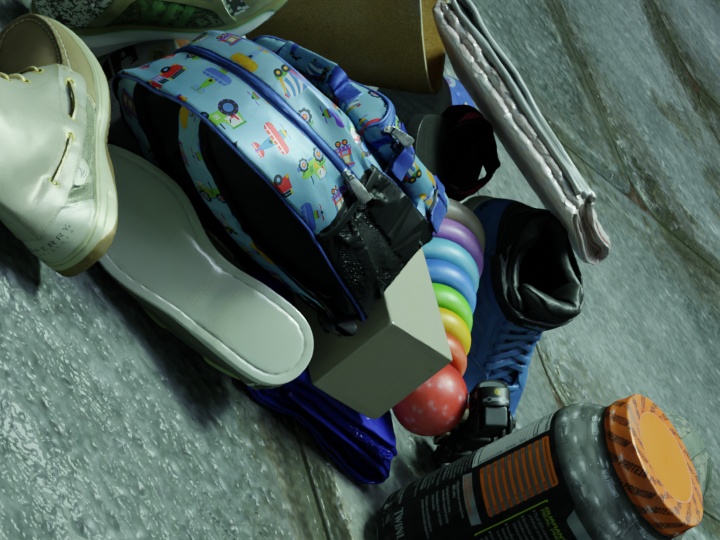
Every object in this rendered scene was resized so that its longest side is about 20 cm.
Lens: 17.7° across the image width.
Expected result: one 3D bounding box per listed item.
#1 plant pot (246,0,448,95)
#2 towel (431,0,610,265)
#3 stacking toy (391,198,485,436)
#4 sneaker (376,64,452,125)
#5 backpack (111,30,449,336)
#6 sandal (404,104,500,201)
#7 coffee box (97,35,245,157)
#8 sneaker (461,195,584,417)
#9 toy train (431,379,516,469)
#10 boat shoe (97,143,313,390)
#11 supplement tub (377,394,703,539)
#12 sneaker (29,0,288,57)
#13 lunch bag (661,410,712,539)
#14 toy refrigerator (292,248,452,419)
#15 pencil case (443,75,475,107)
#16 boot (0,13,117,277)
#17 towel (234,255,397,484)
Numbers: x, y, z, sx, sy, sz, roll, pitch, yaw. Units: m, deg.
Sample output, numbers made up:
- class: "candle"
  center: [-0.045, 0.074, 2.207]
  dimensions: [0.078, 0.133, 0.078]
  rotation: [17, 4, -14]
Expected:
- class: "plant pot"
  center: [-0.040, -0.227, 1.765]
  dimensions: [0.186, 0.199, 0.187]
  rotation: [0, 90, -80]
- class: "towel"
  center: [0.125, -0.106, 1.765]
  dimensions: [0.200, 0.032, 0.191]
  rotation: [58, 1, 14]
- class: "stacking toy"
  center: [0.051, 0.038, 1.652]
  dimensions: [0.085, 0.085, 0.200]
  rotation: [44, 28, -31]
- class: "sneaker"
  center: [0.045, -0.058, 1.841]
  dimensions: [0.105, 0.075, 0.201]
  rotation: [30, 64, -62]
- class: "backpack"
  center: [-0.058, -0.080, 1.491]
  dimensions: [0.182, 0.135, 0.200]
  rotation: [30, -17, 46]
- class: "sandal"
  center: [0.077, -0.088, 1.747]
  dimensions: [0.200, 0.045, 0.075]
  rotation: [-16, 106, -74]
- class: "coffee box"
  center: [-0.145, -0.173, 1.635]
  dimensions: [0.114, 0.080, 0.200]
  rotation: [29, 33, -51]
- class: "sneaker"
  center: [0.115, 0.047, 1.757]
  dimensions: [0.077, 0.111, 0.201]
  rotation: [3, 94, -33]
- class: "toy train"
  center: [0.080, 0.111, 1.666]
  dimensions: [0.200, 0.034, 0.046]
  rotation: [120, -27, -75]
- class: "boat shoe"
  center: [-0.117, 0.000, 1.470]
  dimensions: [0.202, 0.072, 0.060]
  rotation: [43, -16, -4]
- class: "supplement tub"
  center: [0.121, 0.168, 1.555]
  dimensions: [0.123, 0.200, 0.123]
  rotation: [45, 29, -34]
- class: "sneaker"
  center: [-0.131, -0.197, 1.517]
  dimensions: [0.089, 0.199, 0.077]
  rotation: [71, 6, -60]
- class: "lunch bag"
  center: [0.168, 0.176, 1.709]
  dimensions: [0.140, 0.168, 0.200]
  rotation: [59, 20, 6]
- class: "toy refrigerator"
  center: [0.000, 0.000, 1.596]
  dimensions: [0.070, 0.076, 0.200]
  rotation: [32, 29, -37]
- class: "pencil case"
  center: [0.044, -0.122, 1.993]
  dimensions: [0.200, 0.087, 0.078]
  rotation: [-28, 114, -69]
- class: "boot"
  center: [-0.223, -0.105, 1.374]
  dimensions: [0.155, 0.072, 0.200]
  rotation: [33, 31, -43]
- class: "towel"
  center: [-0.030, 0.040, 1.629]
  dimensions: [0.148, 0.049, 0.200]
  rotation: [43, 24, -37]
